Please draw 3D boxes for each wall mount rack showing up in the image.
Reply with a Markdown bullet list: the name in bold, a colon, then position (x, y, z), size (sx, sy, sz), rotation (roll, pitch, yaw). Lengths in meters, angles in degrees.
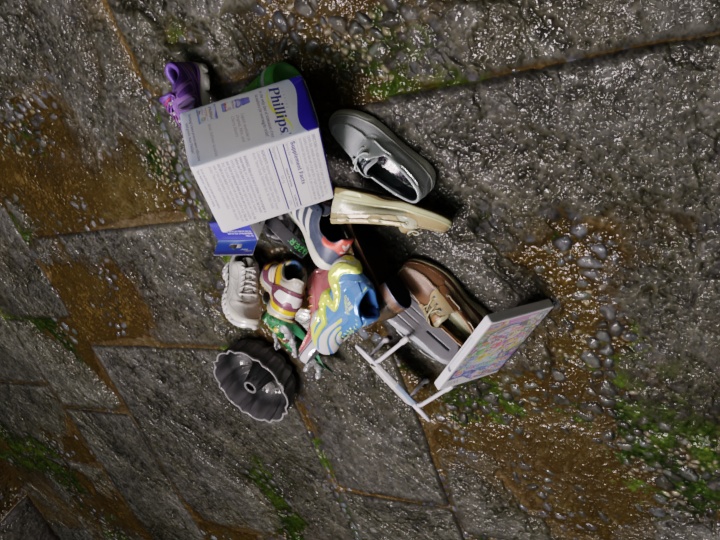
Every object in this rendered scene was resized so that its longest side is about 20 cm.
- **wall mount rack**: position (0.084, 0.186, 1.407), size (0.200, 0.075, 0.174), rotation (45, 171, -5)

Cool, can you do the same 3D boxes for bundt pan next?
- **bundt pan**: position (-0.223, 0.234, 1.695), size (0.198, 0.076, 0.206), rotation (18, 131, 22)

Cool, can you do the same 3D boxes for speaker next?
- **speaker**: position (-0.172, -0.258, 1.266), size (0.198, 0.089, 0.089), rotation (-27, 107, 44)

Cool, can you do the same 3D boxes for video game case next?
- **video game case**: position (0.218, 0.124, 1.273), size (0.018, 0.140, 0.201), rotation (60, 143, 27)

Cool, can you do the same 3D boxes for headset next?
- **headset**: position (-0.168, -0.087, 1.375), size (0.200, 0.094, 0.123), rotation (48, -177, 35)

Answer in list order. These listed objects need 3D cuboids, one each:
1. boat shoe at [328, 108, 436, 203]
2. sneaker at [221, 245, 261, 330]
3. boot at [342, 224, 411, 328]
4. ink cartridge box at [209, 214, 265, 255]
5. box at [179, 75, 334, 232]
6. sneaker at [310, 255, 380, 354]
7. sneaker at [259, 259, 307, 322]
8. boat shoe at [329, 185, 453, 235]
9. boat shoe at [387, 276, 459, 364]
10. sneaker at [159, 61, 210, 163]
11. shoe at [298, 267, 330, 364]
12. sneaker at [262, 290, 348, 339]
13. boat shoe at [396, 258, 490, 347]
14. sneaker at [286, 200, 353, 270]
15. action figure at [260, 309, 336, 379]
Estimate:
- **boat shoe**: position (0.026, -0.178, 1.204), size (0.199, 0.072, 0.071), rotation (35, 136, 5)
- **sneaker**: position (-0.223, 0.028, 1.470), size (0.074, 0.202, 0.082), rotation (10, 128, -26)
- **boot**: position (0.000, 0.000, 1.323), size (0.096, 0.074, 0.203), rotation (-37, 75, 34)
- **ink cartridge box**: position (-0.193, -0.122, 1.308), size (0.098, 0.204, 0.039), rotation (-1, 152, 35)
- **box**: position (-0.154, -0.175, 1.186), size (0.195, 0.107, 0.185), rotation (-17, 153, -3)
- **sneaker**: position (-0.025, 0.081, 1.287), size (0.105, 0.075, 0.204), rotation (43, 135, 37)
- **sneaker**: position (-0.134, 0.014, 1.419), size (0.074, 0.201, 0.091), rotation (21, 109, -23)
- **boat shoe**: position (0.049, -0.085, 1.233), size (0.196, 0.073, 0.065), rotation (13, 102, 3)
- **boat shoe**: position (0.091, 0.097, 1.378), size (0.200, 0.072, 0.071), rotation (47, 159, 8)
- **sneaker**: position (-0.291, -0.258, 1.281), size (0.081, 0.082, 0.204), rotation (-43, 54, 48)
- **shoe**: position (-0.071, 0.064, 1.404), size (0.090, 0.071, 0.202), rotation (36, 92, 9)
- **sneaker**: position (-0.105, 0.089, 1.502), size (0.196, 0.076, 0.089), rotation (15, 131, 25)
- **boat shoe**: position (0.143, 0.061, 1.311), size (0.199, 0.074, 0.076), rotation (38, 136, 2)
- **sneaker**: position (-0.074, -0.105, 1.307), size (0.085, 0.074, 0.202), rotation (-45, 71, 39)
- **action figure**: position (-0.136, 0.140, 1.519), size (0.117, 0.055, 0.201), rotation (19, 154, 45)
